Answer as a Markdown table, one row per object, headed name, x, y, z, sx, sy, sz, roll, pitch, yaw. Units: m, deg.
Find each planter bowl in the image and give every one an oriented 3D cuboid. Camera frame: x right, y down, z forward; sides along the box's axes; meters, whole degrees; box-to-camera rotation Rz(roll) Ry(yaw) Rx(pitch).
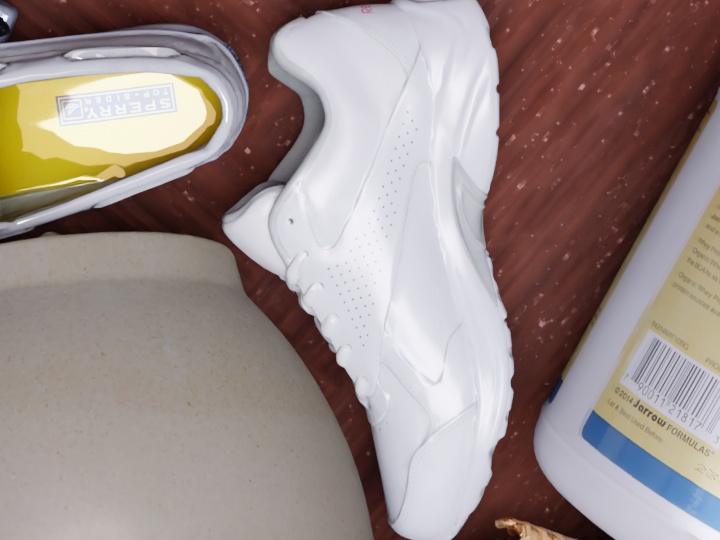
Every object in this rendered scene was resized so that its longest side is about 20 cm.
| name | x | y | z | sx | sy | sz | roll | pitch | yaw |
| --- | --- | --- | --- | --- | --- | --- | --- | --- | --- |
| planter bowl | -0.096 | 0.063 | 0.799 | 0.199 | 0.200 | 0.135 | -8 | 79 | 0 |

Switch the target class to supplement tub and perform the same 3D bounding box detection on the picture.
| name | x | y | z | sx | sy | sz | roll | pitch | yaw |
| --- | --- | --- | --- | --- | --- | --- | --- | --- | --- |
| supplement tub | 0.165 | 0.013 | 0.809 | 0.144 | 0.145 | 0.201 | 27 | 99 | -7 |

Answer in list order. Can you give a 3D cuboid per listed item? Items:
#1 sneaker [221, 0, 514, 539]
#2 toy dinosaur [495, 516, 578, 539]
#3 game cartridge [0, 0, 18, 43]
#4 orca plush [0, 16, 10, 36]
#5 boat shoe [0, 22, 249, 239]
| name | x | y | z | sx | sy | sz | roll | pitch | yaw |
| --- | --- | --- | --- | --- | --- | --- | --- | --- | --- |
| sneaker | 0.000 | 0.000 | 0.833 | 0.099 | 0.078 | 0.201 | -4 | 92 | -10 |
| toy dinosaur | 0.082 | 0.133 | 0.835 | 0.135 | 0.102 | 0.201 | -12 | 125 | 16 |
| game cartridge | -0.239 | -0.073 | 0.835 | 0.199 | 0.040 | 0.134 | 24 | 96 | -6 |
| orca plush | -0.139 | -0.173 | 0.798 | 0.071 | 0.105 | 0.201 | -3 | 72 | -41 |
| boat shoe | -0.136 | -0.037 | 0.785 | 0.201 | 0.086 | 0.075 | -9 | 102 | -1 |
